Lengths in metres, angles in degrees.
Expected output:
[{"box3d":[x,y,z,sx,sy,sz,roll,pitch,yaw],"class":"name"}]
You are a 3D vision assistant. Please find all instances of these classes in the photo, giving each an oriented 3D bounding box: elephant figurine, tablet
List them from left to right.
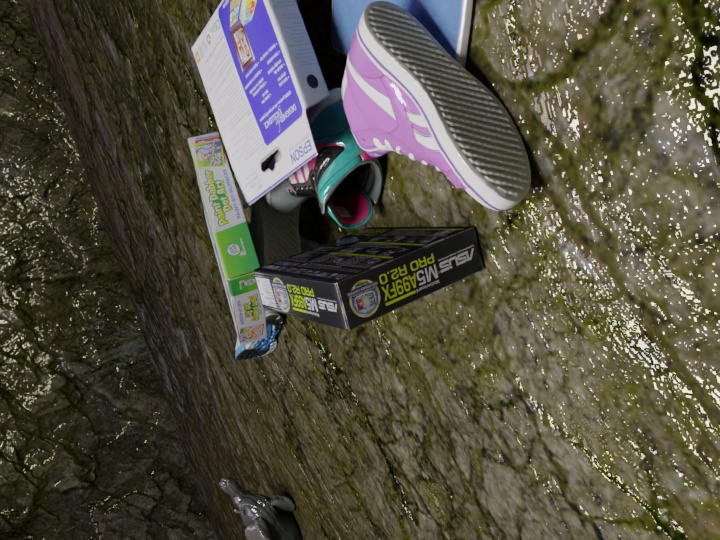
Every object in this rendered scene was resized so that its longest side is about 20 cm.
[{"box3d":[-0.214,0.551,1.466,0.143,0.152,0.203,-108,8,-47],"class":"elephant figurine"},{"box3d":[0.030,-0.237,0.604,0.200,0.013,0.132,43,143,39],"class":"tablet"}]

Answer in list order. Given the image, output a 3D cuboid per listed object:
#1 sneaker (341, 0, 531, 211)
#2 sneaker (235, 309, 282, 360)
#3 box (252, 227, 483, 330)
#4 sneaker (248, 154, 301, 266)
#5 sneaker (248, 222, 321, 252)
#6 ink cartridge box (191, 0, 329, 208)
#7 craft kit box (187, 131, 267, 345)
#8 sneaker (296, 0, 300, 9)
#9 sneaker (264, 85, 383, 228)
[{"box3d":[0.056,-0.115,0.564,0.202,0.072,0.115,55,146,14],"class":"sneaker"},{"box3d":[-0.189,0.094,1.195,0.088,0.074,0.201,68,150,24],"class":"sneaker"},{"box3d":[0.000,0.000,0.667,0.199,0.158,0.045,6,113,59],"class":"box"},{"box3d":[-0.121,-0.075,0.873,0.081,0.073,0.205,-14,71,56],"class":"sneaker"},{"box3d":[-0.106,-0.011,0.936,0.200,0.081,0.076,42,144,43],"class":"sneaker"},{"box3d":[-0.108,-0.191,0.717,0.197,0.043,0.204,-18,90,57],"class":"ink cartridge box"},{"box3d":[-0.168,-0.035,0.851,0.198,0.048,0.203,96,155,-64],"class":"craft kit box"},{"box3d":[-0.128,-0.329,0.768,0.199,0.080,0.090,37,147,45],"class":"sneaker"},{"box3d":[-0.039,-0.093,0.747,0.200,0.082,0.123,-48,61,48],"class":"sneaker"}]
